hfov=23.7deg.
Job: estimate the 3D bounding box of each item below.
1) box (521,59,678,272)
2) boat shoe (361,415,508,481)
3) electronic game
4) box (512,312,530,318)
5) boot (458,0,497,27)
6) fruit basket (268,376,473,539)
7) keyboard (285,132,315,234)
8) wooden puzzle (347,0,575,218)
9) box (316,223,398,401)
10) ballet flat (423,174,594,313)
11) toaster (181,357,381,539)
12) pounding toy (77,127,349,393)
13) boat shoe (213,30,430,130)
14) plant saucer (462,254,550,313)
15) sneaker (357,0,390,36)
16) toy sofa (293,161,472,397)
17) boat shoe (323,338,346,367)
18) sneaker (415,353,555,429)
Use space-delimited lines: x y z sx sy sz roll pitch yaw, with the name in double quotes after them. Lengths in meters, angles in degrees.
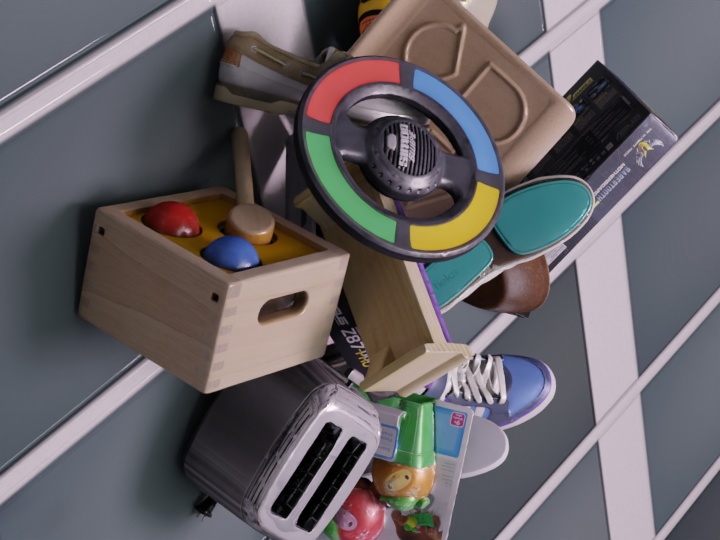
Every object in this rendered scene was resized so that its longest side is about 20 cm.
0.213 -0.104 1.743 0.051 0.158 0.200 38 102 -28 "box"
0.058 0.190 1.761 0.057 0.200 0.069 54 33 -59 "boat shoe"
0.035 -0.097 1.469 0.200 0.042 0.200 13 58 -22 "electronic game"
0.149 -0.045 1.909 0.200 0.046 0.159 23 84 -54 "box"
0.088 -0.297 1.720 0.200 0.072 0.155 25 83 -57 "boot"
0.004 0.211 1.690 0.094 0.185 0.200 16 88 -70 "fruit basket"
-0.053 -0.047 1.566 0.011 0.056 0.200 12 62 -27 "keyboard"
0.071 -0.145 1.599 0.185 0.200 0.046 -48 178 16 "wooden puzzle"
0.000 0.000 1.643 0.161 0.049 0.200 63 20 -43 "box"
0.122 -0.025 1.581 0.200 0.069 0.069 -33 134 -6 "ballet flat"
-0.074 0.165 1.583 0.114 0.129 0.200 37 85 -40 "toaster"
-0.117 -0.016 1.468 0.200 0.184 0.142 -15 126 -51 "pounding toy"
-0.028 -0.165 1.533 0.200 0.075 0.068 10 96 -16 "boat shoe"
0.100 -0.030 1.694 0.037 0.200 0.200 -39 132 -24 "plant saucer"
0.063 -0.194 1.678 0.200 0.070 0.090 43 42 -32 "sneaker"
0.028 0.004 1.501 0.098 0.083 0.200 6 58 -50 "toy sofa"
-0.032 0.065 1.694 0.200 0.057 0.067 -21 119 -49 "boat shoe"
0.095 0.113 1.760 0.146 0.200 0.081 60 25 -65 "sneaker"
